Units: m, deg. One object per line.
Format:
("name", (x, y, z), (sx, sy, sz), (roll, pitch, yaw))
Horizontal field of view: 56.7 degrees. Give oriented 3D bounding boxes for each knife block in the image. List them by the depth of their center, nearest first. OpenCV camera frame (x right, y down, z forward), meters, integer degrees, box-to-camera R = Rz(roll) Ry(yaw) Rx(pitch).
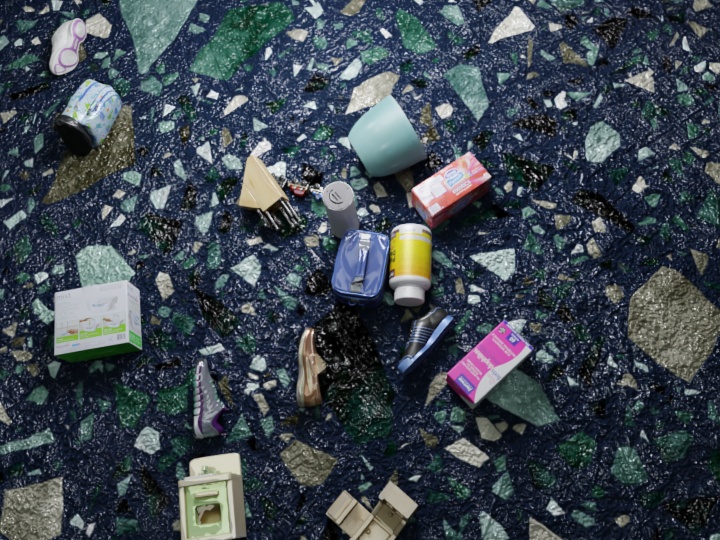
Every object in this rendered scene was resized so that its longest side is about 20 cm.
("knife block", (-0.239, -0.210, 1.849), (0.175, 0.064, 0.201), (8, 86, 14))

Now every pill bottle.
("pill bottle", (0.130, -0.013, 1.742), (0.109, 0.109, 0.201), (1, 70, 5))

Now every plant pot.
("plant pot", (0.063, -0.352, 1.833), (0.161, 0.201, 0.201), (-32, 70, 5))

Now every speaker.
("speaker", (-0.050, -0.155, 1.760), (0.081, 0.200, 0.081), (-1, 70, 4))

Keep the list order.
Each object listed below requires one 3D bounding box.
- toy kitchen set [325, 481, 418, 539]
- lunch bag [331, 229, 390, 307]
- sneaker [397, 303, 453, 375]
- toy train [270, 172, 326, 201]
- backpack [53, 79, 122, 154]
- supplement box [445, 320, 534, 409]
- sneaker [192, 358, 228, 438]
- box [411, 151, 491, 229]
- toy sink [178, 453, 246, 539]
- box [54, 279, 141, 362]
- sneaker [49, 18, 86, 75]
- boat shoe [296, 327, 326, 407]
("toy kitchen set", (0.004, 0.562, 1.506), (0.163, 0.181, 0.200), (37, 73, 17))
("lunch bag", (0.000, 0.000, 1.736), (0.135, 0.132, 0.201), (8, 70, 8))
("sneaker", (0.149, 0.173, 1.699), (0.078, 0.070, 0.200), (37, 71, 21))
("toy train", (-0.171, -0.232, 1.887), (0.199, 0.034, 0.046), (15, 76, 11))
("backpack", (-0.799, -0.465, 1.973), (0.153, 0.163, 0.200), (6, 64, -2))
("supplement box", (0.315, 0.233, 1.642), (0.200, 0.103, 0.101), (-42, 73, -8))
("sneaker", (-0.379, 0.323, 1.695), (0.087, 0.074, 0.201), (0, 79, -9))
("box", (0.245, -0.217, 1.812), (0.200, 0.096, 0.100), (-34, 71, -8))
("toy sink", (-0.353, 0.538, 1.583), (0.130, 0.112, 0.201), (-8, 70, 2))
("box", (-0.696, 0.134, 1.767), (0.199, 0.097, 0.177), (-11, 69, 1))
("sneaker", (-0.941, -0.705, 2.118), (0.099, 0.075, 0.200), (6, 70, 27))
("boat shoe", (-0.122, 0.247, 1.694), (0.072, 0.076, 0.201), (1, 79, 2))
